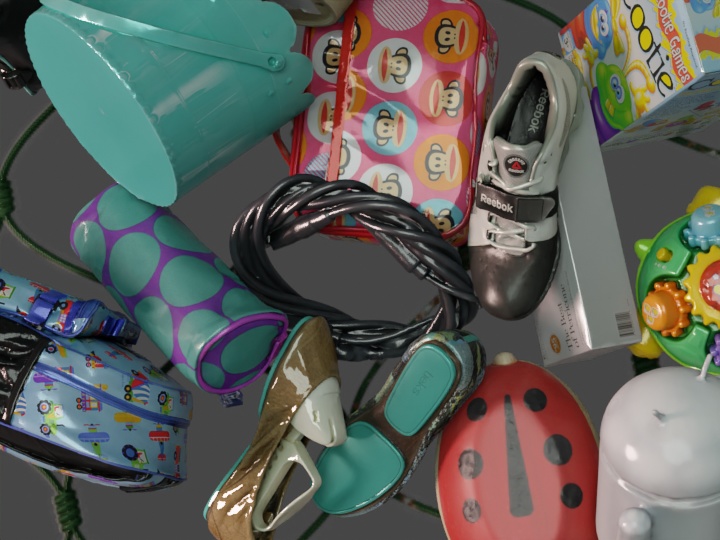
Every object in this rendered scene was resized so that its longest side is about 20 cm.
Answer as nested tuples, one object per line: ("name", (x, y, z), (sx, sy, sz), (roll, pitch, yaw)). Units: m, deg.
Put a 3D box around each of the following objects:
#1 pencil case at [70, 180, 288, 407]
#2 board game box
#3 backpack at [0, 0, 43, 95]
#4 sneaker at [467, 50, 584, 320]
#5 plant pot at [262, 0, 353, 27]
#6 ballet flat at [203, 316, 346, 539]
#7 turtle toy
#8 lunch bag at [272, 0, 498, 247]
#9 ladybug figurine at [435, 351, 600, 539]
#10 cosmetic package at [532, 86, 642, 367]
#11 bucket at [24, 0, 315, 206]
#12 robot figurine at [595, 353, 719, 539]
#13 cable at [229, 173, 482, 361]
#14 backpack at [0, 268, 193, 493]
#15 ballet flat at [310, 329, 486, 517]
("pencil case", (-0.140, 0.012, 1.548), (0.200, 0.092, 0.086), (44, 114, 36))
("board game box", (0.240, -0.171, 1.489), (0.104, 0.200, 0.104), (-12, 81, -19))
("backpack", (-0.297, -0.266, 1.600), (0.153, 0.176, 0.200), (-46, 65, 3))
("sneaker", (0.112, -0.064, 1.478), (0.073, 0.088, 0.202), (9, 91, 18))
("plant pot", (-0.033, -0.298, 1.545), (0.186, 0.187, 0.202), (15, 77, 9))
("ballet flat", (-0.054, 0.135, 1.554), (0.072, 0.068, 0.201), (35, 106, 27))
("turtle toy", (0.295, 0.027, 1.521), (0.199, 0.101, 0.147), (29, 88, 10))
("lunch bag", (0.015, -0.121, 1.592), (0.174, 0.082, 0.202), (4, 84, 13))
("ladybug figurine", (0.122, 0.162, 1.545), (0.134, 0.072, 0.202), (-12, 82, 7))
("cosmetic package", (0.157, -0.033, 1.552), (0.050, 0.082, 0.202), (-8, 81, -22))
("bucket", (-0.148, -0.159, 1.521), (0.135, 0.207, 0.207), (-40, 79, -21))
("robot figurine", (0.230, 0.151, 1.471), (0.112, 0.201, 0.170), (18, 48, 22))
("cable", (0.000, 0.000, 1.550), (0.198, 0.051, 0.164), (7, 125, 14))
("backpack", (-0.217, 0.091, 1.544), (0.198, 0.183, 0.136), (18, 84, 14))
("ballet flat", (0.034, 0.118, 1.557), (0.074, 0.074, 0.200), (49, 125, 10))
